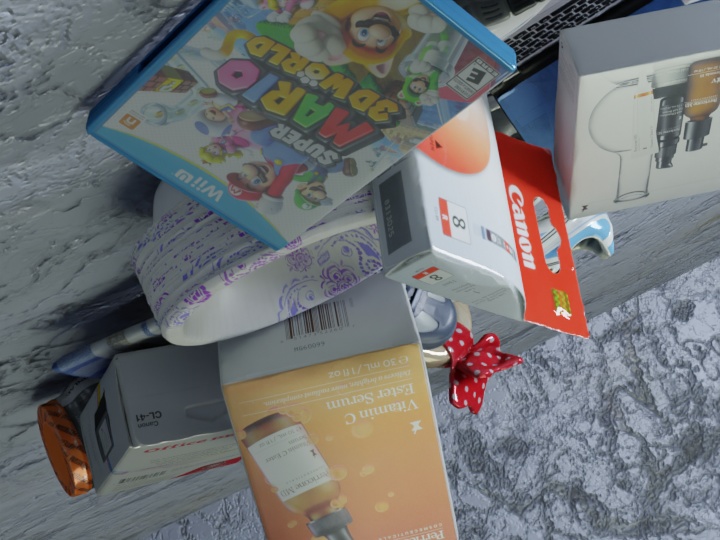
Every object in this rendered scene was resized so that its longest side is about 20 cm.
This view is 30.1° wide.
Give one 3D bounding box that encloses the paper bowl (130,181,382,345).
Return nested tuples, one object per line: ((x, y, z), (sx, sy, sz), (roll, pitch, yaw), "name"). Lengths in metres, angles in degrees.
((-0.063, -0.036, 0.926), (0.200, 0.105, 0.201), (-25, 169, -5), "paper bowl")

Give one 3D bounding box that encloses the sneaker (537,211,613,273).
((0.140, -0.007, 1.213), (0.199, 0.073, 0.072), (-23, 167, -9), "sneaker")

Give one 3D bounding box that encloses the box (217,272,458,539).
((-0.017, 0.123, 1.049), (0.151, 0.201, 0.107), (-13, -150, 0), "box")

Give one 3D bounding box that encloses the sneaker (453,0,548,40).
((0.045, -0.141, 0.792), (0.199, 0.075, 0.087), (-27, 173, 9), "sneaker")

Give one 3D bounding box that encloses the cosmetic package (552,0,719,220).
((0.241, -0.119, 0.958), (0.198, 0.052, 0.151), (-12, 144, -3), "cosmetic package")

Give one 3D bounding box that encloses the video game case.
((-0.036, -0.096, 0.724), (0.143, 0.018, 0.200), (32, 132, -29), "video game case")

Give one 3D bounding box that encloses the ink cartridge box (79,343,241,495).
((-0.160, 0.128, 1.190), (0.147, 0.086, 0.200), (-9, 162, -24), "ink cartridge box")

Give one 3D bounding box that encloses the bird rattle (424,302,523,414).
((0.074, 0.054, 1.434), (0.162, 0.201, 0.113), (8, 153, -26), "bird rattle")

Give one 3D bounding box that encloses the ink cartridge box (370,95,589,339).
((0.090, -0.050, 0.892), (0.199, 0.163, 0.050), (16, 145, -37), "ink cartridge box")

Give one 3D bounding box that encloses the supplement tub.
((-0.214, 0.145, 1.344), (0.199, 0.123, 0.123), (-20, 167, -26), "supplement tub")

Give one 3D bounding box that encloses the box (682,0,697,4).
((0.265, -0.252, 0.715), (0.176, 0.097, 0.200), (-22, 169, -30), "box")

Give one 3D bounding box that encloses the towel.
((-0.145, 0.055, 1.147), (0.199, 0.024, 0.147), (-22, 167, 16), "towel")

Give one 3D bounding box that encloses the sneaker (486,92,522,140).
((0.086, -0.086, 1.092), (0.199, 0.080, 0.074), (-30, 166, 11), "sneaker")

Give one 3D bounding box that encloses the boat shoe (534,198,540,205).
((0.153, -0.107, 1.170), (0.060, 0.076, 0.200), (2, 149, -48), "boat shoe")

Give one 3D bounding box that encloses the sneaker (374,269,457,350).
((0.000, 0.000, 1.067), (0.199, 0.071, 0.082), (25, 147, -14), "sneaker")

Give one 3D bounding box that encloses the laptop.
((0.182, -0.142, 0.959), (0.187, 0.116, 0.200), (-31, 167, 20), "laptop")
